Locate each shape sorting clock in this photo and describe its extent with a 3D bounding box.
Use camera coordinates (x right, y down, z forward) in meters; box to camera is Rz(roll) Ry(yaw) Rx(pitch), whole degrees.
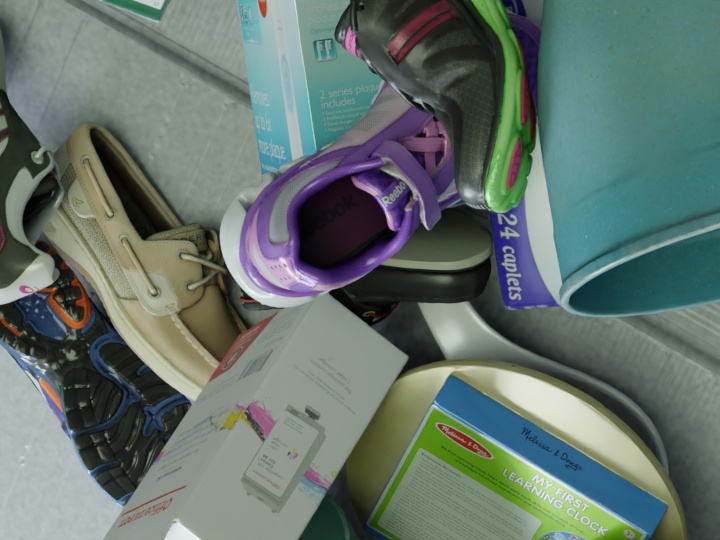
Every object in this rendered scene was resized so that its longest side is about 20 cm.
[{"bbox_3d":[0.086,0.130,1.588,0.200,0.039,0.200,17,134,19],"label":"shape sorting clock"}]

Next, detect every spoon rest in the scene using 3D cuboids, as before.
[{"bbox_3d":[0.091,0.068,1.607,0.099,0.061,0.200,-39,83,24],"label":"spoon rest"}]

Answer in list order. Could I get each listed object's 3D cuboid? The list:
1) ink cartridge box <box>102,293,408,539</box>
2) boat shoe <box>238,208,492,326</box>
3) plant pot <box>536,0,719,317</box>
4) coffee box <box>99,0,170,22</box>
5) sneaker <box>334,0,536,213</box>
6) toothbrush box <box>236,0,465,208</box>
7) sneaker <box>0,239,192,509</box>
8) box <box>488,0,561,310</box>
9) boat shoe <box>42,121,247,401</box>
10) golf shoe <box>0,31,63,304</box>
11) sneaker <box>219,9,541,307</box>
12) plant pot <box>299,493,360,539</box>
[{"bbox_3d":[-0.068,0.116,1.559,0.067,0.200,0.116,39,153,-12],"label":"ink cartridge box"},{"bbox_3d":[0.002,-0.001,1.597,0.201,0.074,0.063,6,111,49],"label":"boat shoe"},{"bbox_3d":[0.171,-0.096,1.368,0.200,0.200,0.188,-18,77,24],"label":"plant pot"},{"bbox_3d":[-0.096,-0.248,1.591,0.044,0.123,0.200,19,109,-19],"label":"coffee box"},{"bbox_3d":[0.033,-0.107,1.407,0.084,0.077,0.200,-18,59,0],"label":"sneaker"},{"bbox_3d":[-0.011,-0.131,1.555,0.085,0.146,0.200,-9,98,-13],"label":"toothbrush box"},{"bbox_3d":[-0.155,0.063,1.700,0.075,0.078,0.200,-34,84,-5],"label":"sneaker"},{"bbox_3d":[0.168,-0.085,1.523,0.200,0.105,0.184,-6,98,22],"label":"box"},{"bbox_3d":[-0.113,0.001,1.670,0.200,0.071,0.065,47,114,9],"label":"boat shoe"},{"bbox_3d":[-0.211,-0.064,1.670,0.088,0.077,0.200,-5,61,9],"label":"golf shoe"},{"bbox_3d":[0.022,-0.053,1.450,0.200,0.088,0.081,-41,100,-6],"label":"sneaker"},{"bbox_3d":[-0.050,0.245,1.627,0.200,0.201,0.161,-21,124,24],"label":"plant pot"}]
